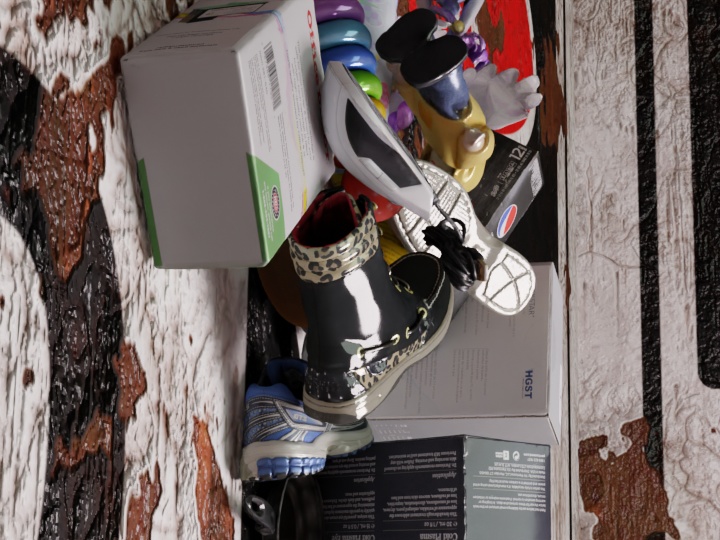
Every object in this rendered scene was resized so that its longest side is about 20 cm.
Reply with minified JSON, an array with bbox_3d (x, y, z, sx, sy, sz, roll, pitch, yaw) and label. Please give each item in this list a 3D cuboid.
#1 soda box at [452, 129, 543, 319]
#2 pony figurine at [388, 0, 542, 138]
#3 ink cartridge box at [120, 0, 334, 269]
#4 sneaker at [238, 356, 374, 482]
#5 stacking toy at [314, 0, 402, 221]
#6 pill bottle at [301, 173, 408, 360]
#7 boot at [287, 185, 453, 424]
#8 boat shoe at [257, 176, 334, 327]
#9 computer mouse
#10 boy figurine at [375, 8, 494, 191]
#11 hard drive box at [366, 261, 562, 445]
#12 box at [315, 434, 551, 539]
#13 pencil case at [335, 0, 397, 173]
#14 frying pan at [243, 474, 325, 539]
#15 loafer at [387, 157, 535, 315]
[{"bbox_3d":[0.087,-0.032,1.560,0.201,0.070,0.063,-55,154,-16],"label":"soda box"},{"bbox_3d":[0.065,-0.197,1.623,0.166,0.193,0.201,33,49,-23],"label":"pony figurine"},{"bbox_3d":[-0.085,-0.104,1.167,0.200,0.083,0.146,-60,145,-66],"label":"ink cartridge box"},{"bbox_3d":[-0.041,0.107,1.335,0.200,0.076,0.086,-15,98,-76],"label":"sneaker"},{"bbox_3d":[-0.013,-0.131,1.346,0.085,0.085,0.202,34,37,-73],"label":"stacking toy"},{"bbox_3d":[0.000,0.000,1.450,0.105,0.103,0.201,72,21,-46],"label":"pill bottle"},{"bbox_3d":[0.011,0.001,1.280,0.204,0.073,0.155,-49,141,-48],"label":"boot"},{"bbox_3d":[-0.049,-0.058,1.329,0.070,0.070,0.202,-55,141,-61],"label":"boat shoe"},{"bbox_3d":[0.022,-0.068,1.248,0.200,0.044,0.110,51,8,-26],"label":"computer mouse"},{"bbox_3d":[0.063,-0.130,1.404,0.124,0.064,0.200,48,-13,29],"label":"boy figurine"},{"bbox_3d":[0.085,0.081,1.582,0.077,0.198,0.157,62,30,-59],"label":"hard drive box"},{"bbox_3d":[0.051,0.234,1.385,0.104,0.199,0.184,11,76,-40],"label":"box"},{"bbox_3d":[-0.016,-0.181,1.458,0.083,0.090,0.202,106,-8,-60],"label":"pencil case"},{"bbox_3d":[-0.063,0.213,1.310,0.190,0.031,0.116,-13,100,-72],"label":"frying pan"},{"bbox_3d":[0.070,-0.029,1.432,0.072,0.063,0.200,-53,128,-6],"label":"loafer"}]
